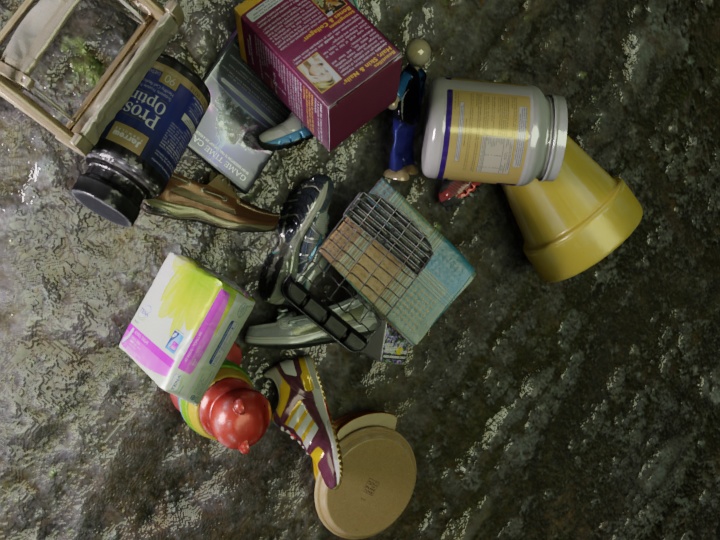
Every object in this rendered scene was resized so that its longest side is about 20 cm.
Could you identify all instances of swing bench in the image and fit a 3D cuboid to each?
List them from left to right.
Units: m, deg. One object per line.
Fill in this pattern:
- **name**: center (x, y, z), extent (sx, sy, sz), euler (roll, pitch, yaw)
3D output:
- **swing bench**: center (-0.339, -0.269, 0.969), extent (0.198, 0.130, 0.201), euler (36, 82, -6)

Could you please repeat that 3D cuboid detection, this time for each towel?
- **towel**: center (0.055, -0.012, 1.196), extent (0.200, 0.022, 0.147), euler (44, 90, -6)

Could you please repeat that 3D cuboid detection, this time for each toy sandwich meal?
- **toy sandwich meal**: center (0.001, 0.326, 1.322), extent (0.201, 0.070, 0.211), euler (-6, 104, -26)

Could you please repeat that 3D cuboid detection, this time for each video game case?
- **video game case**: center (-0.161, -0.234, 1.167), extent (0.142, 0.019, 0.202), euler (38, 81, -27)

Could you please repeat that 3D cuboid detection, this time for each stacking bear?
- **stacking bear**: center (-0.183, 0.180, 1.120), extent (0.111, 0.199, 0.125), euler (-5, 101, -26)

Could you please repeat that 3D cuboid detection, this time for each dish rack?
- **dish rack**: center (0.000, 0.000, 1.157), extent (0.153, 0.055, 0.201), euler (38, 90, -7)

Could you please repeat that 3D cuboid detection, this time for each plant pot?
- **plant pot**: center (0.329, -0.117, 1.359), extent (0.200, 0.200, 0.190), euler (-41, 100, -15)

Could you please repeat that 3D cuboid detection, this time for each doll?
- **doll**: center (0.073, -0.245, 1.244), extent (0.136, 0.047, 0.205), euler (-38, 138, -60)

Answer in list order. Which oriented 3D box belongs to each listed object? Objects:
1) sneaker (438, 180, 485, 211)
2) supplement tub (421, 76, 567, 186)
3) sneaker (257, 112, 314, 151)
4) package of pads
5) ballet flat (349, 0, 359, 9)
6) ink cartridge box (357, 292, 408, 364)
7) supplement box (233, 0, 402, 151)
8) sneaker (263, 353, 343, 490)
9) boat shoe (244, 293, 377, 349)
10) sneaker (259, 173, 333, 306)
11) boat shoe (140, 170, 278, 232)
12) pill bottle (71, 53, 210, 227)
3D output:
- **sneaker**: center (0.178, -0.194, 1.326), extent (0.098, 0.071, 0.202), euler (40, 83, -20)
- **supplement tub**: center (0.193, -0.202, 1.215), extent (0.195, 0.145, 0.149), euler (5, 97, 0)
- **sneaker**: center (-0.064, -0.237, 1.167), extent (0.197, 0.075, 0.088), euler (-28, 100, -13)
- **package of pads**: center (-0.230, 0.066, 1.076), extent (0.068, 0.199, 0.157), euler (33, 83, -34)
- **ballet flat**: center (-0.015, -0.319, 1.203), extent (0.073, 0.074, 0.203), euler (-33, 110, -19)
- **ink cartridge box**: center (0.041, 0.031, 1.266), extent (0.049, 0.108, 0.205), euler (7, 95, -28)
- **supplement box**: center (-0.056, -0.285, 1.091), extent (0.130, 0.104, 0.201), euler (-37, 73, -17)
- **sneaker**: center (-0.085, 0.234, 1.236), extent (0.088, 0.075, 0.205), euler (-16, 78, -3)
- **boat shoe**: center (-0.074, 0.077, 1.220), extent (0.197, 0.075, 0.066), euler (-9, 79, 0)
- **sneaker**: center (-0.079, -0.042, 1.219), extent (0.085, 0.077, 0.204), euler (19, 99, -34)
- **boat shoe**: center (-0.203, -0.098, 1.136), extent (0.196, 0.075, 0.076), euler (10, 90, -30)
- **pill bottle**: center (-0.279, -0.164, 1.044), extent (0.111, 0.111, 0.203), euler (33, 71, -28)
